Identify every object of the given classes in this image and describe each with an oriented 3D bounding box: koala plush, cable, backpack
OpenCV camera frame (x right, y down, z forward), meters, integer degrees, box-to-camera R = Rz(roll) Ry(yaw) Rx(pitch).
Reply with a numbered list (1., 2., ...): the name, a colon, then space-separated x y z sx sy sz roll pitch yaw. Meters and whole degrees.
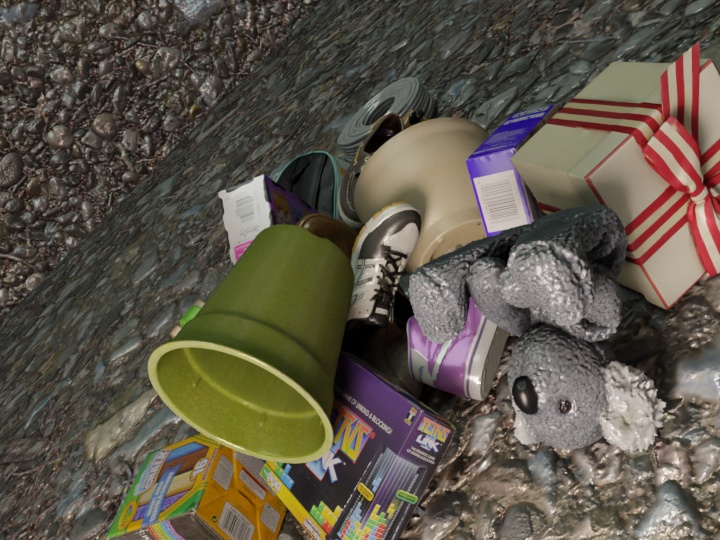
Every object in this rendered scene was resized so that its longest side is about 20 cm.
1. koala plush: 0.171 0.061 0.767 0.175 0.204 0.182 -14 7 46
2. cable: 0.046 -0.275 1.647 0.198 0.069 0.201 -34 25 18
3. backpack: -0.054 -0.066 1.304 0.174 0.151 0.205 -17 73 46

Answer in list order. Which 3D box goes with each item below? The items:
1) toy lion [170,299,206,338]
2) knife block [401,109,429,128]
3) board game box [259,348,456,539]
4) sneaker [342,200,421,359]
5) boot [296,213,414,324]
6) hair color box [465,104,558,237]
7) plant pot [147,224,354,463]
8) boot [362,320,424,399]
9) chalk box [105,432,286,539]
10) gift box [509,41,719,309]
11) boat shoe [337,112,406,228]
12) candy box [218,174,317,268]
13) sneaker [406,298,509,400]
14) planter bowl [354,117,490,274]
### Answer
1. toy lion: -0.150 0.121 1.147 0.069 0.200 0.191 -48 7 -16
2. knife block: 0.094 -0.217 1.404 0.176 0.063 0.202 -54 9 46
3. board game box: -0.010 0.187 0.905 0.199 0.056 0.168 26 88 58
4. sneaker: 0.021 0.020 1.007 0.202 0.074 0.088 -59 41 22
5. boot: 0.000 0.000 1.102 0.074 0.199 0.075 -53 31 -6
6. hair color box: 0.191 -0.112 1.026 0.064 0.112 0.200 -10 19 28
7. plant pot: -0.091 0.061 0.918 0.198 0.200 0.192 -18 38 41
8. boot: 0.009 0.125 1.048 0.147 0.070 0.199 -54 21 -12
9. chalk box: -0.197 0.283 1.025 0.197 0.125 0.125 -23 30 34
10. gift box: 0.285 -0.105 0.862 0.200 0.185 0.187 -46 22 -1
11. boat shoe: 0.019 -0.142 1.226 0.060 0.070 0.202 112 180 -47
12. candy box: -0.095 0.005 1.119 0.070 0.167 0.204 -19 71 16
13. sneaker: 0.112 0.040 0.971 0.112 0.074 0.202 9 50 28
14. planter bowl: 0.104 -0.065 1.096 0.198 0.200 0.136 -35 52 14
